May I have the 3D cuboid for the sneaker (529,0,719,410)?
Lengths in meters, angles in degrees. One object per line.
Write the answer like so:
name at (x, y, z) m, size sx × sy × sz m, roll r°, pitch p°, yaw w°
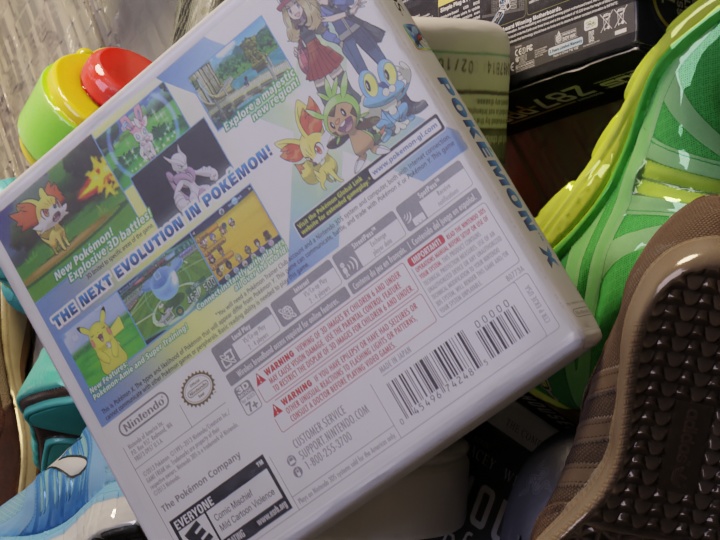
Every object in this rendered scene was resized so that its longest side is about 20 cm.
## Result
sneaker at (0.125, -0.029, 0.843) m, size 0.084 × 0.074 × 0.200 m, roll 41°, pitch 112°, yaw 20°

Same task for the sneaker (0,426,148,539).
sneaker at (-0.106, 0.102, 1.014) m, size 0.200 × 0.078 × 0.090 m, roll -22°, pitch 46°, yaw 49°

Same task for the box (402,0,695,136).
box at (0.063, -0.141, 0.965) m, size 0.200 × 0.049 × 0.162 m, roll -17°, pitch 68°, yaw 51°

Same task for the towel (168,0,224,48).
towel at (-0.079, -0.078, 1.102) m, size 0.193 × 0.034 × 0.201 m, roll 139°, pitch 143°, yaw -74°

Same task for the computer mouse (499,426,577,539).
computer mouse at (0.057, 0.155, 0.859) m, size 0.059 × 0.034 × 0.201 m, roll 17°, pitch 94°, yaw 53°

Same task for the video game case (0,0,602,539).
video game case at (-0.034, 0.001, 0.844) m, size 0.200 × 0.022 × 0.183 m, roll -37°, pitch 76°, yaw 26°

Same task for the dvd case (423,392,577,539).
dvd case at (0.056, 0.158, 0.910) m, size 0.150 × 0.025 × 0.201 m, roll 33°, pitch 108°, yaw 53°

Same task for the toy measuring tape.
toy measuring tape at (-0.106, -0.038, 0.957) m, size 0.074 × 0.073 × 0.200 m, roll -57°, pitch 29°, yaw 28°

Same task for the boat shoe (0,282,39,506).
boat shoe at (-0.228, 0.076, 1.291) m, size 0.072 × 0.072 × 0.201 m, roll -24°, pitch 62°, yaw 49°

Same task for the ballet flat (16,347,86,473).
ballet flat at (-0.134, 0.057, 1.122) m, size 0.200 × 0.067 × 0.071 m, roll 116°, pitch 160°, yaw -69°

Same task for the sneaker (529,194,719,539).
sneaker at (0.105, 0.067, 0.797) m, size 0.076 × 0.070 × 0.201 m, roll -69°, pitch -2°, yaw -61°

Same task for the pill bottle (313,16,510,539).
pill bottle at (0.000, 0.000, 0.902) m, size 0.113 × 0.113 × 0.201 m, roll 9°, pitch 98°, yaw 55°

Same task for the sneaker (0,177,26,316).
sneaker at (-0.174, -0.019, 1.213) m, size 0.200 × 0.079 × 0.078 m, roll 143°, pitch 137°, yaw -73°
